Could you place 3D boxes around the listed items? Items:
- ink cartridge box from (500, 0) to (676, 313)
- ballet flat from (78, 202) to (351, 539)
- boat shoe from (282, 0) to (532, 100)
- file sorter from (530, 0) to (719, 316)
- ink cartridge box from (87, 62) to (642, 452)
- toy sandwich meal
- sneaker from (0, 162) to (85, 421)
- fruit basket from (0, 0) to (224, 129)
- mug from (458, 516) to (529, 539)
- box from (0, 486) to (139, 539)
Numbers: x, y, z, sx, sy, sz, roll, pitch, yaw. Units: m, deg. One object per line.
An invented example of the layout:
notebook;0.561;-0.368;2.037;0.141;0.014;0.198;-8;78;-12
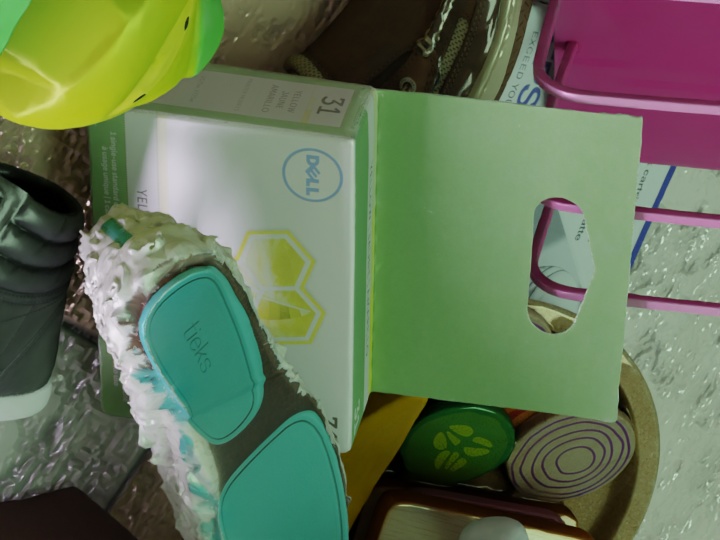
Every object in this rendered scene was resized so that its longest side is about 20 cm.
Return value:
ink cartridge box;0.086;-0.021;1.210;0.199;0.041;0.201;5;113;-49
ballet flat;-0.055;0.049;1.002;0.072;0.072;0.201;-38;136;-21
boat shoe;0.009;-0.075;1.066;0.074;0.075;0.203;6;107;-33
file sorter;0.132;-0.094;1.028;0.126;0.138;0.201;-68;160;-51
ink cartridge box;0.000;0.000;1.021;0.048;0.199;0.146;-67;162;-53
toy sandwich meal;0.043;0.107;1.148;0.204;0.070;0.206;-7;121;-13
sneaker;-0.174;0.003;0.932;0.199;0.071;0.100;-5;119;-52
fruit basket;-0.116;-0.095;0.850;0.214;0.156;0.217;-8;115;-18
mug;0.053;0.195;1.057;0.176;0.147;0.201;65;25;-59
box;-0.152;0.204;1.018;0.199;0.166;0.165;-7;121;-43
